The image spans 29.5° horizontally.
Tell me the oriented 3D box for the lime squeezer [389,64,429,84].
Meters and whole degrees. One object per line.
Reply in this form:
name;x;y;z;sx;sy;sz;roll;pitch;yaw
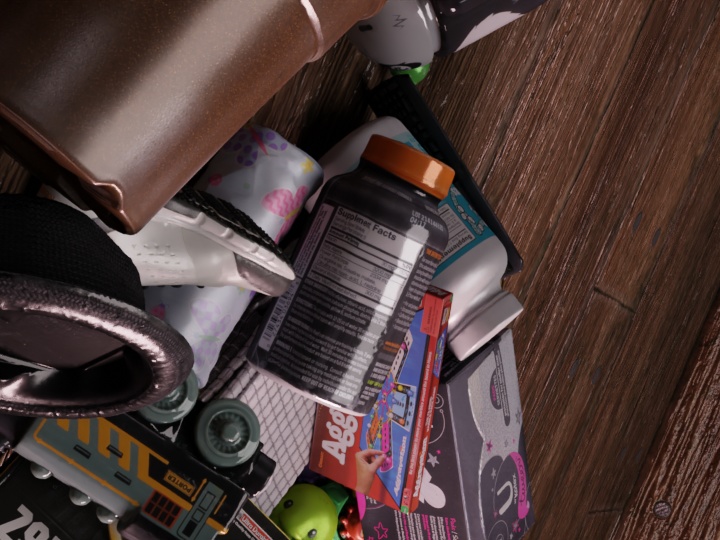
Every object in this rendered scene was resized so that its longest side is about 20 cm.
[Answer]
lime squeezer;0.043;-0.174;1.243;0.071;0.038;0.200;-86;180;-54

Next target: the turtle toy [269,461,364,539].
turtle toy;-0.028;0.217;1.277;0.101;0.146;0.200;-48;168;34

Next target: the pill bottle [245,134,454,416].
pill bottle;0.000;0.000;1.037;0.200;0.106;0.106;-65;156;0

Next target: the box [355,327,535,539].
box;0.073;0.160;1.219;0.132;0.114;0.201;-33;121;-52

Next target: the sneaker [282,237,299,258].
sneaker;-0.014;0.023;1.225;0.200;0.087;0.074;16;98;-65

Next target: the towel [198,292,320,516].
towel;-0.109;0.124;1.133;0.200;0.085;0.166;-52;149;-28

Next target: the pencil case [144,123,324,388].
pencil case;-0.105;-0.011;1.016;0.200;0.083;0.091;-61;159;-12

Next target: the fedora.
fedora;-0.193;0.014;0.801;0.201;0.200;0.092;62;24;-60

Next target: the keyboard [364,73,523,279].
keyboard;0.062;-0.074;1.208;0.021;0.200;0.127;-33;-177;-23

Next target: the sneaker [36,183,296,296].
sneaker;-0.133;-0.019;0.918;0.200;0.074;0.080;24;102;-33

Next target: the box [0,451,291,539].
box;-0.165;0.188;0.964;0.160;0.200;0.049;-49;-166;-29

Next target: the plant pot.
plant pot;-0.120;-0.139;0.758;0.198;0.200;0.200;-53;153;-11

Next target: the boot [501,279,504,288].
boot;0.101;-0.018;1.450;0.175;0.066;0.200;-46;148;-38

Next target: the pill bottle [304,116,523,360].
pill bottle;0.047;-0.023;1.149;0.111;0.200;0.111;-38;172;-6

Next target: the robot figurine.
robot figurine;0.073;-0.237;1.067;0.200;0.125;0.150;-29;165;-7

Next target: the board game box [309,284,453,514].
board game box;0.014;0.095;1.130;0.019;0.103;0.201;-26;130;-52

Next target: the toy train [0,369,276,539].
toy train;-0.155;0.110;0.915;0.114;0.200;0.085;-58;-167;-19
